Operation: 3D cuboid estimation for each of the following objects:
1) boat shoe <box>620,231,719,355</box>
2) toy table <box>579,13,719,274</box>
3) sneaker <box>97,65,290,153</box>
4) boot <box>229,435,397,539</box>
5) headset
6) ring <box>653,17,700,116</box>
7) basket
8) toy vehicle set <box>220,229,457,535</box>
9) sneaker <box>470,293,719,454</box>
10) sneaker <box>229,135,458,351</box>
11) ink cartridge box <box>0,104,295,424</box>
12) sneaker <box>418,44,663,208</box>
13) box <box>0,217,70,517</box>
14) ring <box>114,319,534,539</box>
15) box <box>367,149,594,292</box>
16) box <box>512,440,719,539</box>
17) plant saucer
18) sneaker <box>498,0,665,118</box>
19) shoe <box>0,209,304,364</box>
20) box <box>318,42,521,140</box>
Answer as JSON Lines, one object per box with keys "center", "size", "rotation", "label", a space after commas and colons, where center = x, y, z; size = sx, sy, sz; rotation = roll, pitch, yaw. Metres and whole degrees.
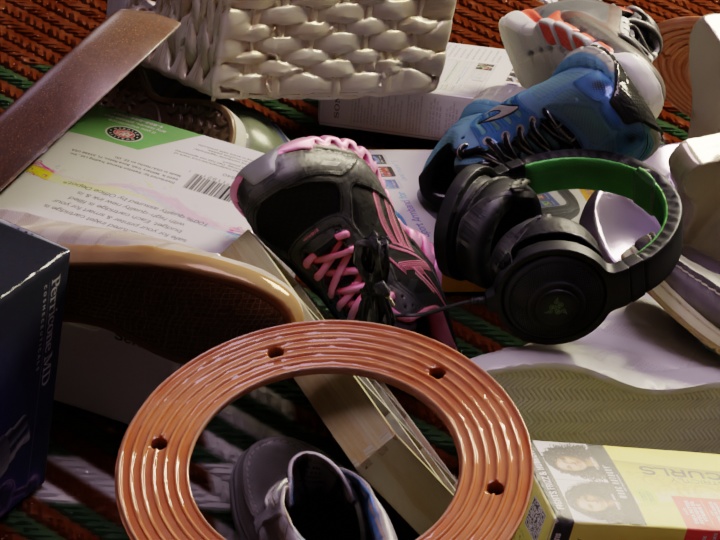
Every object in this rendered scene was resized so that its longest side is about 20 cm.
{"center": [0.240, 0.032, 1.550], "size": [0.199, 0.065, 0.072], "rotation": [35, 11, -6], "label": "boat shoe"}
{"center": [0.236, -0.052, 1.664], "size": [0.199, 0.117, 0.184], "rotation": [-27, 72, -44], "label": "toy table"}
{"center": [-0.108, -0.084, 1.725], "size": [0.090, 0.068, 0.200], "rotation": [23, 2, -39], "label": "sneaker"}
{"center": [-0.018, 0.121, 1.349], "size": [0.073, 0.096, 0.200], "rotation": [-21, 38, -14], "label": "boot"}
{"center": [0.084, -0.019, 1.484], "size": [0.199, 0.094, 0.123], "rotation": [-26, 41, -21], "label": "headset"}
{"center": [0.278, -0.117, 1.775], "size": [0.199, 0.201, 0.019], "rotation": [19, 74, 15], "label": "ring"}
{"center": [-0.042, -0.185, 1.706], "size": [0.199, 0.137, 0.123], "rotation": [-5, 24, -38], "label": "basket"}
{"center": [0.000, 0.072, 1.437], "size": [0.026, 0.124, 0.200], "rotation": [-40, 41, 2], "label": "toy vehicle set"}
{"center": [0.118, 0.057, 1.542], "size": [0.199, 0.074, 0.116], "rotation": [4, 27, -29], "label": "sneaker"}
{"center": [0.000, 0.000, 1.518], "size": [0.200, 0.079, 0.096], "rotation": [41, 22, -49], "label": "sneaker"}
{"center": [-0.131, -0.004, 1.551], "size": [0.144, 0.085, 0.200], "rotation": [17, 31, 12], "label": "ink cartridge box"}
{"center": [0.103, -0.069, 1.611], "size": [0.090, 0.079, 0.200], "rotation": [-40, 10, -28], "label": "sneaker"}
{"center": [-0.241, 0.070, 1.332], "size": [0.104, 0.149, 0.200], "rotation": [21, 33, 19], "label": "box"}
{"center": [-0.017, 0.097, 1.289], "size": [0.199, 0.019, 0.201], "rotation": [-1, 42, 1], "label": "ring"}
{"center": [0.062, -0.032, 1.702], "size": [0.198, 0.042, 0.119], "rotation": [1, 31, -19], "label": "box"}
{"center": [0.172, 0.134, 1.420], "size": [0.198, 0.050, 0.075], "rotation": [7, 30, -21], "label": "box"}
{"center": [-0.188, -0.088, 1.583], "size": [0.035, 0.200, 0.200], "rotation": [47, 32, -7], "label": "plant saucer"}
{"center": [0.152, -0.140, 1.676], "size": [0.081, 0.078, 0.200], "rotation": [-26, 22, -10], "label": "sneaker"}
{"center": [-0.119, 0.002, 1.404], "size": [0.198, 0.070, 0.054], "rotation": [9, 41, 18], "label": "shoe"}
{"center": [0.081, -0.117, 1.813], "size": [0.198, 0.037, 0.144], "rotation": [10, 19, 9], "label": "box"}
